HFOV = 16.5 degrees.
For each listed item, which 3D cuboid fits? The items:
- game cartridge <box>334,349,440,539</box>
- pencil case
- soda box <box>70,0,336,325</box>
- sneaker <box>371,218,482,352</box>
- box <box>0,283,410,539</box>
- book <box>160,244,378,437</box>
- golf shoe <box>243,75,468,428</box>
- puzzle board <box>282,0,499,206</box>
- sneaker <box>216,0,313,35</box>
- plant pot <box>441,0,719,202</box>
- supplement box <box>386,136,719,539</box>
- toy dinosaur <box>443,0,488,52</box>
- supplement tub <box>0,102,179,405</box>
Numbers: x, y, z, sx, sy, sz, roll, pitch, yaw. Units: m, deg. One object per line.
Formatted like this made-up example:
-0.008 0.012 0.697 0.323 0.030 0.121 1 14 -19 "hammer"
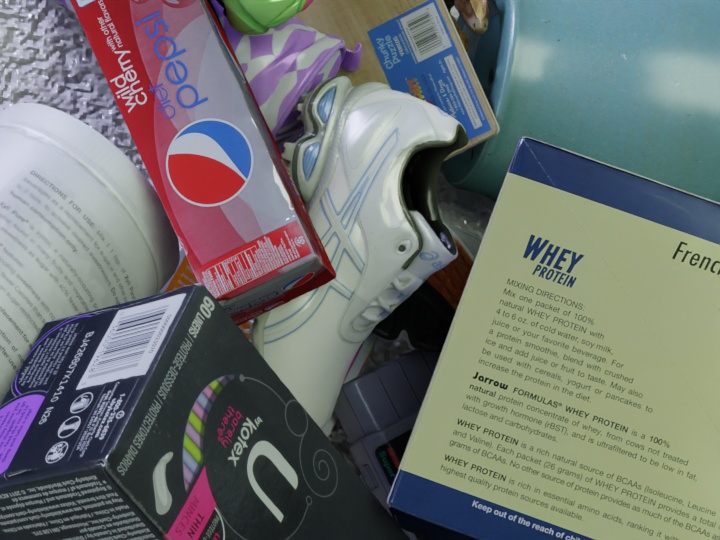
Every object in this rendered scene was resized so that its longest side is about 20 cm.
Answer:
0.069 0.137 1.400 0.130 0.038 0.200 -23 86 -53 "game cartridge"
-0.096 -0.148 1.372 0.200 0.084 0.086 37 70 4 "pencil case"
-0.084 -0.075 1.280 0.063 0.070 0.200 -25 78 4 "soda box"
0.062 0.010 1.413 0.200 0.076 0.092 32 19 -8 "sneaker"
-0.080 0.122 1.195 0.200 0.106 0.122 52 43 -29 "box"
-0.077 0.067 1.361 0.134 0.048 0.200 37 62 -17 "book"
0.000 0.000 1.320 0.078 0.097 0.200 1 101 -66 "golf shoe"
-0.023 -0.137 1.407 0.200 0.151 0.017 66 22 4 "puzzle board"
-0.053 -0.221 1.332 0.084 0.077 0.200 41 38 -39 "sneaker"
0.151 -0.098 1.453 0.188 0.200 0.200 9 70 -13 "plant pot"
0.140 0.066 1.276 0.200 0.134 0.200 19 82 5 "supplement box"
0.011 -0.167 1.456 0.060 0.200 0.106 -37 133 -36 "toy dinosaur"
-0.200 0.024 1.261 0.132 0.132 0.200 46 60 -7 "supplement tub"
